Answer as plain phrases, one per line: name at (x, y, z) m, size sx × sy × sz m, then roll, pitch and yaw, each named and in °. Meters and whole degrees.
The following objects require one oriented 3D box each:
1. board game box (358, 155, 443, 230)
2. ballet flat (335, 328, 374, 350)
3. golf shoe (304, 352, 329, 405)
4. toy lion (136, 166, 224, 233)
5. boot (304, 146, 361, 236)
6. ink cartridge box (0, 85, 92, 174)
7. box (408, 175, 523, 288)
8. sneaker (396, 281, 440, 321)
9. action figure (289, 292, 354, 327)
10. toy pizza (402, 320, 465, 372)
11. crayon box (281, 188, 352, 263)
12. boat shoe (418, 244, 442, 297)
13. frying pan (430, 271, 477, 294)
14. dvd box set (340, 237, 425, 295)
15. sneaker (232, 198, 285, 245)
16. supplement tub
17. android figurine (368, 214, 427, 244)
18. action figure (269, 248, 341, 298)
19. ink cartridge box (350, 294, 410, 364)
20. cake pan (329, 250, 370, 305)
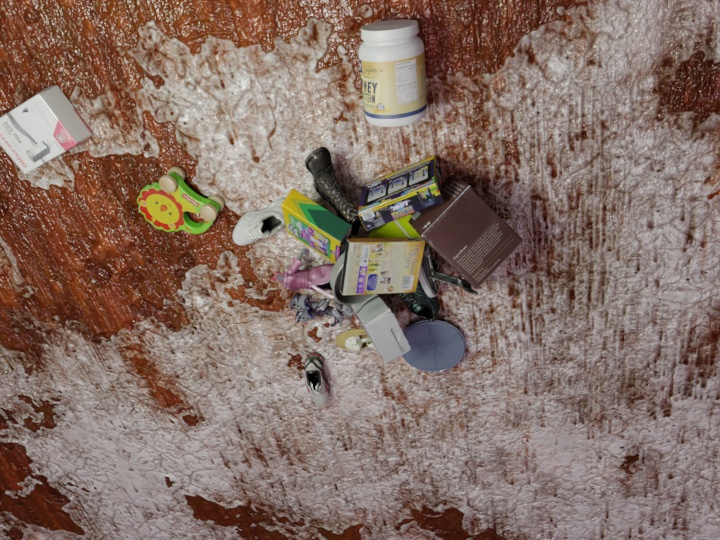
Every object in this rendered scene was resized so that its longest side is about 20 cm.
board game box at (0.099, -0.189, 1.398) m, size 0.199 × 0.166 × 0.057 m, roll -19°, pitch 118°, yaw 19°
ballet flat at (0.011, 0.207, 1.721) m, size 0.199 × 0.063 × 0.069 m, roll -16°, pitch 119°, yaw 18°
golf shoe at (-0.145, 0.361, 1.824) m, size 0.072 × 0.092 × 0.201 m, roll -4°, pitch 123°, yaw 9°
toy lion at (-0.498, -0.170, 1.563) m, size 0.200 × 0.069 × 0.192 m, roll 36°, pitch 127°, yaw -15°
boot at (-0.054, -0.188, 1.396) m, size 0.069 × 0.174 × 0.200 m, roll -32°, pitch 155°, yaw -8°
ink cartridge box at (-0.819, -0.357, 1.472) m, size 0.199 × 0.085 × 0.146 m, roll -20°, pitch 117°, yaw 21°
box at (0.253, -0.097, 1.411) m, size 0.200 × 0.166 × 0.164 m, roll 42°, pitch 99°, yaw -17°
sneaker at (0.146, 0.066, 1.605) m, size 0.200 × 0.079 × 0.075 m, roll 37°, pitch 120°, yaw -13°
action figure at (-0.104, 0.115, 1.652) m, size 0.199 × 0.070 × 0.130 m, roll 1°, pitch 143°, yaw 30°
toy pizza at (0.214, 0.222, 1.721) m, size 0.199 × 0.032 × 0.201 m, roll 4°, pitch 124°, yaw 6°
crayon box at (-0.108, -0.105, 1.454) m, size 0.172 × 0.058 × 0.200 m, roll 33°, pitch 165°, yaw 7°
boat shoe at (0.186, 0.004, 1.541) m, size 0.063 × 0.071 × 0.200 m, roll -18°, pitch 141°, yaw 12°
frying pan at (0.231, 0.028, 1.439) m, size 0.114 × 0.190 × 0.031 m, roll 17°, pitch 90°, yaw 5°
dvd box set at (0.054, -0.011, 1.426) m, size 0.199 × 0.029 × 0.147 m, roll -3°, pitch 119°, yaw -19°
sneaker at (-0.271, -0.118, 1.535) m, size 0.199 × 0.100 × 0.078 m, roll -29°, pitch 114°, yaw 23°
supplement tub at (0.071, -0.432, 1.262) m, size 0.143 × 0.145 × 0.201 m, roll -2°, pitch 122°, yaw 9°
android figurine at (0.109, -0.088, 1.535) m, size 0.200 × 0.041 × 0.182 m, roll -36°, pitch 111°, yaw 26°
action figure at (-0.153, 0.032, 1.593) m, size 0.199 × 0.149 × 0.135 m, roll 0°, pitch 129°, yaw -8°
ink cartridge box at (0.047, 0.141, 1.586) m, size 0.083 × 0.200 × 0.146 m, roll -30°, pitch 115°, yaw -4°
cake pan at (0.000, 0.000, 1.498) m, size 0.037 × 0.199 × 0.201 m, roll 43°, pitch 131°, yaw 34°
